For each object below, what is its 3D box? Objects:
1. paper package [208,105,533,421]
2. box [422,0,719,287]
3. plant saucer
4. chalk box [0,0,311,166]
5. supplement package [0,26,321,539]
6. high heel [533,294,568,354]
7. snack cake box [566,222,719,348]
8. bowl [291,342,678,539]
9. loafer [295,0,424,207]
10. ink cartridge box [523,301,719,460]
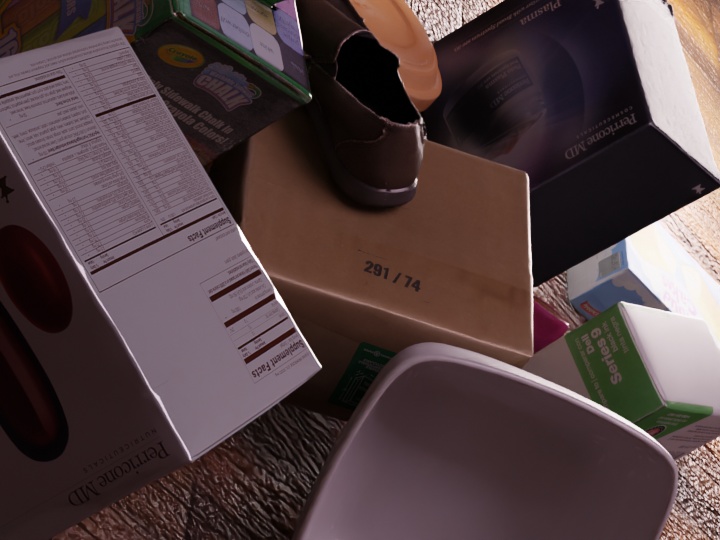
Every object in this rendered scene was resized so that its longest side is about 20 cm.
[{"bbox_3d":[0.000,0.000,1.368,0.200,0.104,0.191,17,42,-12],"label":"paper package"},{"bbox_3d":[0.165,-0.124,1.760,0.123,0.200,0.199,32,37,-44],"label":"box"},{"bbox_3d":[-0.009,-0.207,1.679,0.200,0.032,0.200,39,22,-19],"label":"plant saucer"},{"bbox_3d":[-0.115,-0.148,1.290,0.124,0.200,0.124,31,38,-45],"label":"chalk box"},{"bbox_3d":[-0.167,0.023,1.037,0.200,0.191,0.147,59,27,-1],"label":"supplement package"},{"bbox_3d":[0.074,-0.023,1.513,0.067,0.096,0.200,10,56,-55],"label":"high heel"},{"bbox_3d":[0.267,0.032,1.932,0.200,0.067,0.115,42,31,-31],"label":"snack cake box"},{"bbox_3d":[0.067,0.143,1.285,0.200,0.200,0.075,24,17,-13],"label":"bowl"},{"bbox_3d":[-0.004,-0.131,1.369,0.073,0.071,0.200,-5,50,-32],"label":"loafer"},{"bbox_3d":[0.146,0.110,1.491,0.146,0.200,0.084,11,51,-57],"label":"ink cartridge box"}]
